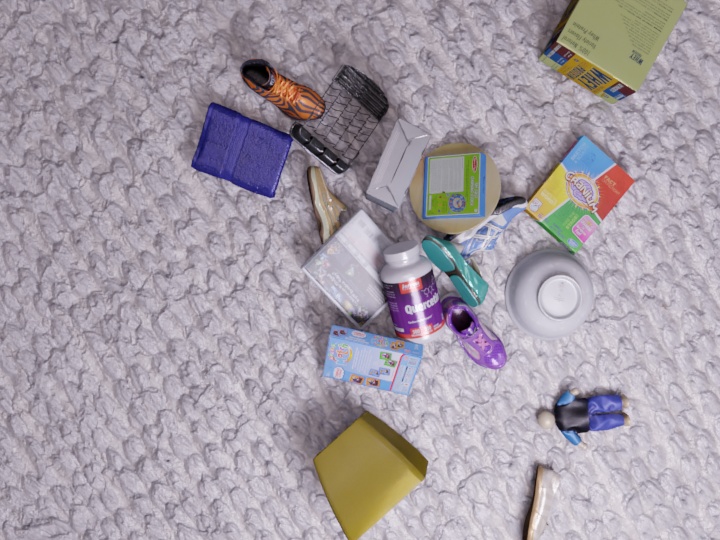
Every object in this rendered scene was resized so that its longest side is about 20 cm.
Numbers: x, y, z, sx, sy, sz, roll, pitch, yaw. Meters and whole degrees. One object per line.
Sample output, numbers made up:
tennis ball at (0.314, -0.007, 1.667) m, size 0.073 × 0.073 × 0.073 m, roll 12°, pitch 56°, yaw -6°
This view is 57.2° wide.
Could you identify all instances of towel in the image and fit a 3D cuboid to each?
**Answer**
towel at (-0.255, -0.259, 1.435) m, size 0.197 × 0.050 × 0.150 m, roll 22°, pitch 100°, yaw -1°

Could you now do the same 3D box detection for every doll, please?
doll at (0.488, 0.324, 1.449) m, size 0.195 × 0.048 × 0.140 m, roll -5°, pitch 92°, yaw 0°

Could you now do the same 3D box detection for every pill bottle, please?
pill bottle at (0.107, 0.047, 1.389) m, size 0.110 × 0.113 × 0.204 m, roll -16°, pitch 107°, yaw 1°

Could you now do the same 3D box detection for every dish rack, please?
dish rack at (-0.038, -0.324, 1.404) m, size 0.153 × 0.054 × 0.202 m, roll 36°, pitch 87°, yaw -25°

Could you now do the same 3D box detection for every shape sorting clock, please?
shape sorting clock at (0.202, -0.176, 1.412) m, size 0.196 × 0.039 × 0.204 m, roll -6°, pitch 74°, yaw 20°

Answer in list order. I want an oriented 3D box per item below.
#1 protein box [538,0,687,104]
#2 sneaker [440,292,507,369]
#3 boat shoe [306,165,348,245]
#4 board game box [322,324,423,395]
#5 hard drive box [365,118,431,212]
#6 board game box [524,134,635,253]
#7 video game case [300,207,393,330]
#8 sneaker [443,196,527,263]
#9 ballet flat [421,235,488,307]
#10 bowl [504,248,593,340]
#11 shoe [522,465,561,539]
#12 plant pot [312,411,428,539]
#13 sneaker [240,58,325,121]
protein box at (0.516, -0.494, 1.369) m, size 0.196 × 0.135 × 0.202 m, roll 30°, pitch 92°, yaw -1°
sneaker at (0.243, 0.138, 1.424) m, size 0.080 × 0.088 × 0.201 m, roll -42°, pitch 93°, yaw 1°
boat shoe at (-0.064, -0.131, 1.428) m, size 0.075 × 0.072 × 0.204 m, roll -14°, pitch 103°, yaw -2°
board game box at (0.023, 0.194, 1.409) m, size 0.196 × 0.037 × 0.153 m, roll 12°, pitch 138°, yaw -1°
hard drive box at (0.073, -0.209, 1.354) m, size 0.076 × 0.200 × 0.158 m, roll 24°, pitch 93°, yaw -1°
board game box at (0.470, -0.164, 1.431) m, size 0.152 × 0.040 × 0.201 m, roll 39°, pitch 92°, yaw -1°
video game case at (0.000, 0.000, 1.426) m, size 0.182 × 0.023 × 0.200 m, roll -43°, pitch 110°, yaw 1°
sneaker at (0.277, -0.090, 1.427) m, size 0.198 × 0.076 × 0.078 m, roll -33°, pitch 98°, yaw 12°
ballet flat at (0.203, -0.014, 1.392) m, size 0.201 × 0.067 × 0.071 m, roll 49°, pitch 62°, yaw -18°
bowl at (0.417, 0.056, 1.418) m, size 0.196 × 0.090 × 0.206 m, roll 0°, pitch 93°, yaw 0°
shoe at (0.396, 0.535, 1.448) m, size 0.052 × 0.070 × 0.204 m, roll 11°, pitch 90°, yaw 8°
plant pot at (0.012, 0.416, 1.397) m, size 0.199 × 0.200 × 0.177 m, roll -41°, pitch 80°, yaw 2°
sneaker at (-0.168, -0.379, 1.392) m, size 0.197 × 0.112 × 0.079 m, roll 23°, pitch 93°, yaw -1°
